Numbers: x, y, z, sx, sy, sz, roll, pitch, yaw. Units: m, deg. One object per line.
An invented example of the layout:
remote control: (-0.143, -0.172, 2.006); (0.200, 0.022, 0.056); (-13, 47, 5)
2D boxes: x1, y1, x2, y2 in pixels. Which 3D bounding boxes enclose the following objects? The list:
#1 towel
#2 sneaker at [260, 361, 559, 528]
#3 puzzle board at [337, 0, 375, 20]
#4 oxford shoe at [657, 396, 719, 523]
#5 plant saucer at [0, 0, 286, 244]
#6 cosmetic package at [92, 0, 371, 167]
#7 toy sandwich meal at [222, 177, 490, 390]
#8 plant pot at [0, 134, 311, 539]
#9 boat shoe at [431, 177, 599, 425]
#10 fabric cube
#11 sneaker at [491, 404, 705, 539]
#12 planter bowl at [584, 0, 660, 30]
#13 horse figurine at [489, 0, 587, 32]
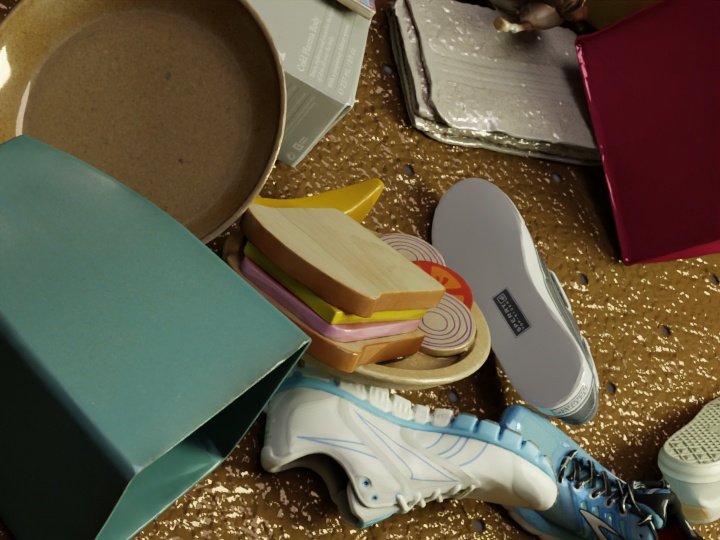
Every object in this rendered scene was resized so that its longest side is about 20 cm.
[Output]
towel: (0.116, -0.157, 1.149); (0.199, 0.034, 0.133); (5, 60, -32)
sneaker: (0.027, 0.127, 0.887); (0.199, 0.075, 0.087); (19, 61, -7)
puzzle board: (-0.055, -0.258, 1.049); (0.150, 0.017, 0.200); (30, 21, -15)
oxford shoe: (0.281, 0.137, 1.062); (0.200, 0.075, 0.058); (-19, 114, -48)
plant saucer: (-0.142, -0.096, 0.878); (0.199, 0.035, 0.202); (-1, 79, 5)
cosmetic package: (-0.101, -0.172, 0.976); (0.199, 0.090, 0.107); (29, 47, -20)
toy sandwich meal: (0.000, 0.000, 0.900); (0.204, 0.071, 0.205); (18, 27, -10)
plant pot: (-0.163, 0.037, 0.772); (0.200, 0.141, 0.141); (45, 46, 8)
boat shoe: (0.115, 0.023, 1.016); (0.068, 0.072, 0.201); (39, 19, -55)
fabric cube: (0.323, -0.126, 1.130); (0.198, 0.196, 0.201); (-7, 83, -36)
sneaker: (0.172, 0.154, 0.949); (0.200, 0.090, 0.078); (40, 47, -1)
planter bowl: (0.243, -0.260, 1.248); (0.199, 0.084, 0.201); (7, 38, -6)
horse figurine: (0.115, -0.238, 1.158); (0.200, 0.050, 0.132); (36, 30, 32)
